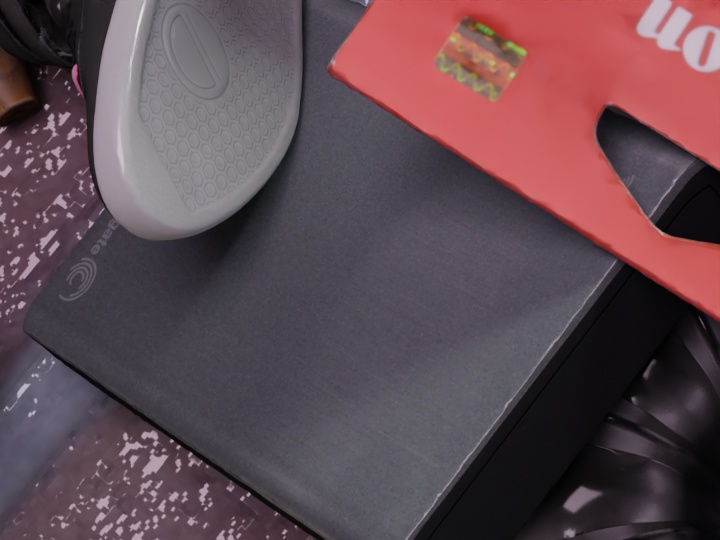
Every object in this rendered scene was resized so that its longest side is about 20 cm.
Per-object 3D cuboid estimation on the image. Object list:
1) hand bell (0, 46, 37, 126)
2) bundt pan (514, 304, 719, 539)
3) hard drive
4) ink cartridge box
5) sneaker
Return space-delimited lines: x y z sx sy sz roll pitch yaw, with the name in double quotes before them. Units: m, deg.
"hand bell" -0.160 -0.133 0.963 0.104 0.104 0.200 -31 78 4
"bundt pan" 0.116 0.065 0.801 0.201 0.076 0.202 -6 70 15
"hard drive" 0.000 0.000 0.837 0.140 0.033 0.200 -53 39 -7
"ink cartridge box" 0.116 -0.076 0.746 0.200 0.044 0.174 33 80 11
"sneaker" -0.074 -0.070 0.885 0.099 0.071 0.200 -22 38 26
